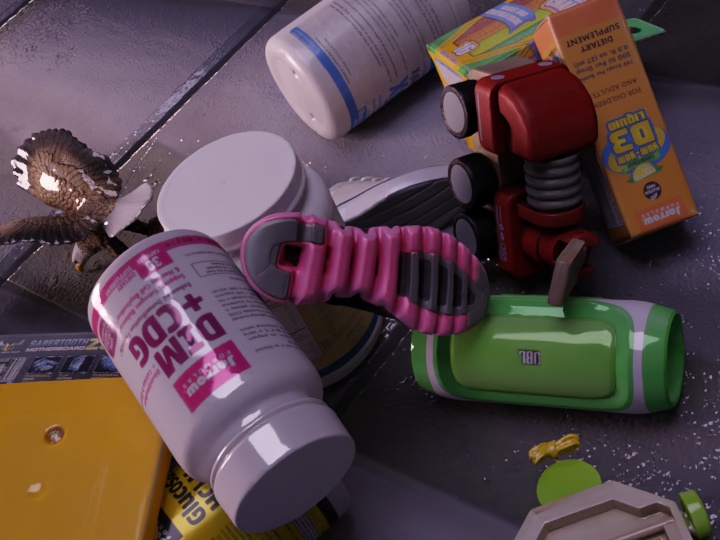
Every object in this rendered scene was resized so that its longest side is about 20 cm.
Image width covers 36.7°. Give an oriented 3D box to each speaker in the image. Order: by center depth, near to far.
[{"bbox_3d":[0.144,0.063,0.844,0.199,0.089,0.089,1,49,27],"label":"speaker"}]

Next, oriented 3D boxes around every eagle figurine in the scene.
[{"bbox_3d":[-0.301,-0.054,1.132,0.152,0.199,0.151,-84,19,-77],"label":"eagle figurine"}]

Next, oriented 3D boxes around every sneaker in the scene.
[{"bbox_3d":[0.000,0.000,0.817,0.095,0.199,0.079,178,105,-71],"label":"sneaker"},{"bbox_3d":[0.008,-0.064,1.043,0.199,0.073,0.071,-20,46,8],"label":"sneaker"}]

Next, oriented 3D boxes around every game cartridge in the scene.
[{"bbox_3d":[-0.227,0.167,0.782,0.175,0.033,0.201,-4,49,11],"label":"game cartridge"}]

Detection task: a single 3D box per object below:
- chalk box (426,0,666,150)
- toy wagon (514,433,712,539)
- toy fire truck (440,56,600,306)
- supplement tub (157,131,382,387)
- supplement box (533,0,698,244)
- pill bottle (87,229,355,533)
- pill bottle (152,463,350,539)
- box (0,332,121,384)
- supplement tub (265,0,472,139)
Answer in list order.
[{"bbox_3d":[0.188,-0.197,1.031,0.200,0.124,0.124,-31,28,-3],"label":"chalk box"},{"bbox_3d":[0.165,0.200,0.735,0.155,0.040,0.200,-21,42,6],"label":"toy wagon"},{"bbox_3d":[0.145,-0.063,0.867,0.128,0.177,0.200,-18,27,-21],"label":"toy fire truck"},{"bbox_3d":[-0.075,-0.004,0.932,0.144,0.200,0.145,-14,44,13],"label":"supplement tub"},{"bbox_3d":[0.215,-0.126,0.918,0.066,0.201,0.069,-21,1,-3],"label":"supplement box"},{"bbox_3d":[-0.097,0.075,0.755,0.113,0.113,0.200,-36,60,-10],"label":"pill bottle"},{"bbox_3d":[-0.114,0.199,0.816,0.200,0.113,0.112,-40,44,-14],"label":"pill bottle"},{"bbox_3d":[-0.254,0.117,0.909,0.199,0.051,0.158,-2,36,11],"label":"box"},{"bbox_3d":[0.009,-0.249,1.181,0.200,0.132,0.132,-37,44,-11],"label":"supplement tub"}]
